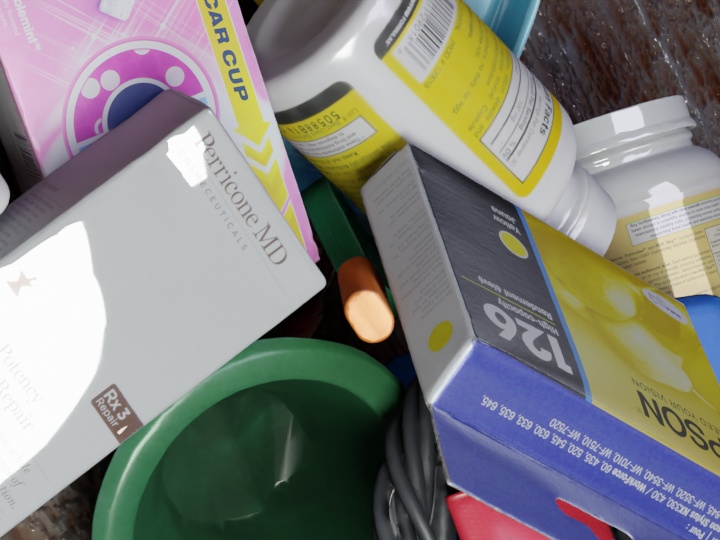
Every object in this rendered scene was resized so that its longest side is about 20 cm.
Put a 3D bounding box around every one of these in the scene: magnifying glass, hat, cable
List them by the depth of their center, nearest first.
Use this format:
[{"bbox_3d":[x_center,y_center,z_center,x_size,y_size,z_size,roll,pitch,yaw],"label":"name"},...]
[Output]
[{"bbox_3d":[0.072,0.128,0.968,0.163,0.051,0.201,-30,89,-36],"label":"cable"},{"bbox_3d":[0.000,0.000,0.998,0.080,0.022,0.200,57,6,-11],"label":"magnifying glass"},{"bbox_3d":[-0.073,0.082,1.028,0.199,0.176,0.167,2,108,-32],"label":"hat"}]

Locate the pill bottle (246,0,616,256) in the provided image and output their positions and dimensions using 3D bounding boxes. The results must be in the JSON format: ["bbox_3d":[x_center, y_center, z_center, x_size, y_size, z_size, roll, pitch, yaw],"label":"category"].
[{"bbox_3d":[0.039,-0.069,1.044,0.200,0.111,0.112,43,50,-28],"label":"pill bottle"}]

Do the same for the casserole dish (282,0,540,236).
[{"bbox_3d":[0.019,-0.115,1.101,0.120,0.201,0.039,14,21,-20],"label":"casserole dish"}]

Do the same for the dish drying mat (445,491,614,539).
[{"bbox_3d":[0.103,0.185,0.923,0.076,0.018,0.201,-15,81,-34],"label":"dish drying mat"}]

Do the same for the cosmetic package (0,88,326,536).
[{"bbox_3d":[-0.125,0.021,0.892,0.200,0.074,0.102,-38,112,-10],"label":"cosmetic package"}]

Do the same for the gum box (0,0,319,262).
[{"bbox_3d":[-0.104,-0.067,0.960,0.113,0.066,0.201,-24,109,-18],"label":"gum box"}]

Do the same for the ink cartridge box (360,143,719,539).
[{"bbox_3d":[0.100,0.052,0.947,0.197,0.047,0.201,30,25,-32],"label":"ink cartridge box"}]

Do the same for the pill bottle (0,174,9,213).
[{"bbox_3d":[-0.244,-0.082,0.852,0.114,0.114,0.201,-45,108,-44],"label":"pill bottle"}]

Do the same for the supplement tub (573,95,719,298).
[{"bbox_3d":[0.159,0.014,1.194,0.145,0.145,0.201,-15,87,-46],"label":"supplement tub"}]

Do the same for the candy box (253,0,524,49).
[{"bbox_3d":[-0.007,-0.164,1.108,0.200,0.102,0.026,50,8,-28],"label":"candy box"}]

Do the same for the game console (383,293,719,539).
[{"bbox_3d":[0.119,0.127,1.104,0.118,0.170,0.202,3,73,-52],"label":"game console"}]
